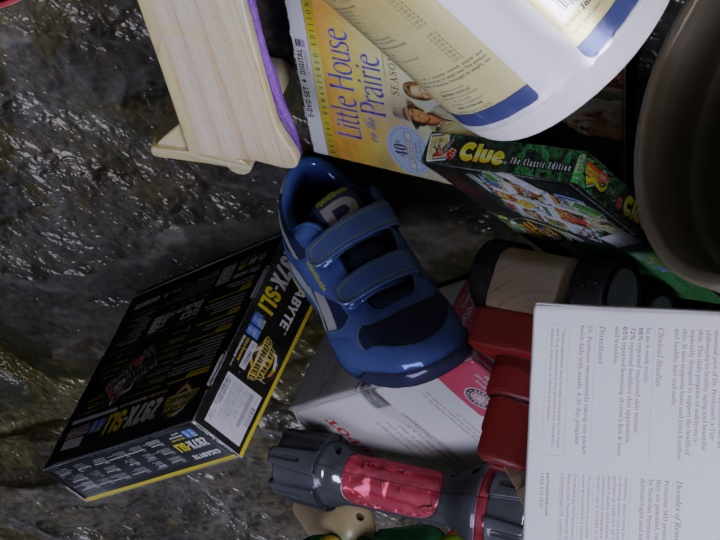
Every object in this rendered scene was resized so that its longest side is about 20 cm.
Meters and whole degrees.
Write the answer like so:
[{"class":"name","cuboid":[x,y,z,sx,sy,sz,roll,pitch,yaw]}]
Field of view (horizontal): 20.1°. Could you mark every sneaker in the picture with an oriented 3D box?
[{"class":"sneaker","cuboid":[0.000,0.000,1.239,0.200,0.073,0.083,46,155,50]}]

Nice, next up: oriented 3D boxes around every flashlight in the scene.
[{"class":"flashlight","cuboid":[0.032,0.144,1.349,0.198,0.068,0.068,10,119,26]}]

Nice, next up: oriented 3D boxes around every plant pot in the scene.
[{"class":"plant pot","cuboid":[0.256,-0.058,0.960,0.172,0.202,0.199,23,153,-29]}]

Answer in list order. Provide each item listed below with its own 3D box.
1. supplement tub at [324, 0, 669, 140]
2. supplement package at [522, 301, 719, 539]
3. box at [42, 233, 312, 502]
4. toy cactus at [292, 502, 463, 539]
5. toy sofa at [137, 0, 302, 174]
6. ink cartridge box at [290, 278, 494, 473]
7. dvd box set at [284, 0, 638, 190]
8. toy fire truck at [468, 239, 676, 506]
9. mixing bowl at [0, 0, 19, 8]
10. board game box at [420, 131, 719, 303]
[{"class":"supplement tub","cuboid":[0.039,-0.173,0.957,0.200,0.145,0.144,40,146,-22]},{"class":"supplement package","cuboid":[0.193,0.099,1.007,0.198,0.154,0.151,2,176,17]},{"class":"box","cuboid":[-0.123,0.070,1.413,0.049,0.161,0.199,38,145,-24]},{"class":"toy cactus","cuboid":[0.010,0.203,1.409,0.165,0.198,0.103,34,128,50]},{"class":"toy sofa","cuboid":[-0.082,-0.149,1.136,0.097,0.083,0.201,7,145,18]},{"class":"ink cartridge box","cuboid":[0.071,0.088,1.379,0.145,0.085,0.199,40,144,-23]},{"class":"dvd box set","cuboid":[0.060,-0.100,1.159,0.198,0.030,0.147,15,148,16]},{"class":"toy fire truck","cuboid":[0.133,0.103,1.202,0.128,0.202,0.176,10,167,37]},{"class":"mixing bowl","cuboid":[-0.182,-0.242,1.012,0.199,0.108,0.202,18,124,28]},{"class":"board game box","cuboid":[0.128,-0.027,1.153,0.104,0.024,0.200,8,165,36]}]
